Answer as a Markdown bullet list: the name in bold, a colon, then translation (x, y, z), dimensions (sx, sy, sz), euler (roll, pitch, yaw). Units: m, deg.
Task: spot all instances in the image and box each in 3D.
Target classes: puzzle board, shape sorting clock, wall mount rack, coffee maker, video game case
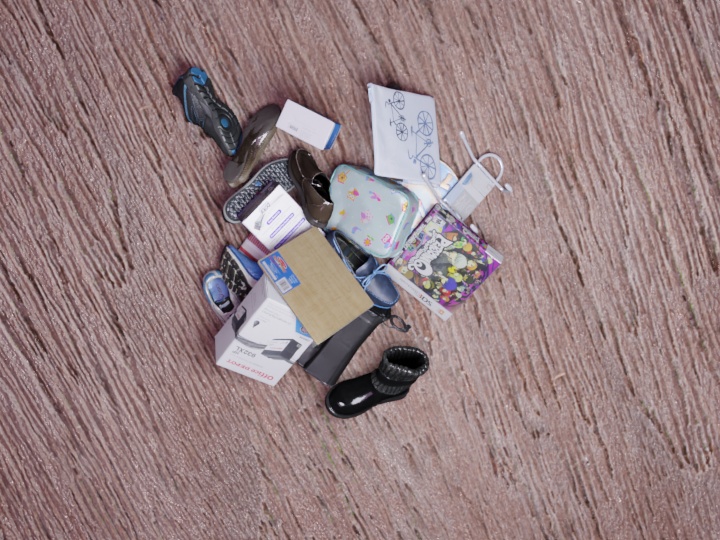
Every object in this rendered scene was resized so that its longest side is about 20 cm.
- **puzzle board**: translation (-0.087, 0.027, 1.515), dimensions (0.150, 0.017, 0.201), euler (-33, 79, -28)
- **shape sorting clock**: translation (0.121, -0.144, 1.646), dimensions (0.196, 0.039, 0.204), euler (0, 99, 3)
- **wall mount rack**: translation (0.215, -0.180, 1.596), dimensions (0.174, 0.075, 0.200), euler (43, 86, -14)
- **coffee maker**: translation (-0.033, 0.141, 1.638), dimensions (0.192, 0.134, 0.201), euler (41, 109, 15)
- **video game case**: translation (0.169, -0.014, 1.623), dimensions (0.180, 0.036, 0.200), euler (38, 125, -4)

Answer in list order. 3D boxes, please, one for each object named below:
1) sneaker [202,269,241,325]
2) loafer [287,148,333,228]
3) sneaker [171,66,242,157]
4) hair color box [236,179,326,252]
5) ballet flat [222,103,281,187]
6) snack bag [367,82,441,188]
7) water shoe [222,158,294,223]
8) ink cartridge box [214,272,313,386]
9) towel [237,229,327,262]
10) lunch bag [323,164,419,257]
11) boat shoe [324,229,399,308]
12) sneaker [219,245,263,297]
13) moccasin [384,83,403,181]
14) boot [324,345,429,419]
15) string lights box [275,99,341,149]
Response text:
- **sneaker**: translation (-0.282, 0.091, 1.688), dimensions (0.071, 0.073, 0.202), euler (-31, 97, 6)
- **loafer**: translation (-0.091, -0.181, 1.593), dimensions (0.071, 0.072, 0.202), euler (-44, 52, 33)
- **sneaker**: translation (-0.321, -0.326, 1.640), dimensions (0.081, 0.073, 0.202), euler (-24, 101, 34)
- **hair color box**: translation (-0.148, -0.076, 1.606), dimensions (0.109, 0.065, 0.200), euler (-44, 117, -3)
- **ballet flat**: translation (-0.223, -0.260, 1.627), dimensions (0.067, 0.046, 0.202), euler (19, 74, 30)
- **snack bag**: translation (0.088, -0.266, 1.554), dimensions (0.021, 0.198, 0.192), euler (-8, 84, 46)
- **water shoe**: translation (-0.214, -0.172, 1.648), dimensions (0.199, 0.079, 0.072), euler (-36, 100, -18)
- **ink cartridge box**: translation (-0.184, 0.123, 1.565), dimensions (0.144, 0.084, 0.200), euler (26, 120, -29)
- **towel**: translation (-0.179, -0.043, 1.688), dimensions (0.143, 0.023, 0.201), euler (38, 98, -2)
- **lunch bag**: translation (0.013, -0.121, 1.611), dimensions (0.198, 0.077, 0.163), euler (28, 108, 24)
- **boat shoe**: translation (0.000, 0.000, 1.569), dimensions (0.199, 0.069, 0.085), euler (38, 59, -3)
- **sneaker**: translation (-0.221, 0.019, 1.655), dimensions (0.200, 0.089, 0.079), euler (44, 132, 12)
- **moccasin**: translation (0.078, -0.287, 1.611), dimensions (0.073, 0.078, 0.205), euler (-14, 82, 21)
- **boot**: translation (0.032, 0.230, 1.621), dimensions (0.208, 0.158, 0.080), euler (-16, 67, -22)
- **string lights box**: translation (-0.100, -0.290, 1.555), dimensions (0.102, 0.200, 0.060), euler (27, 100, -2)
